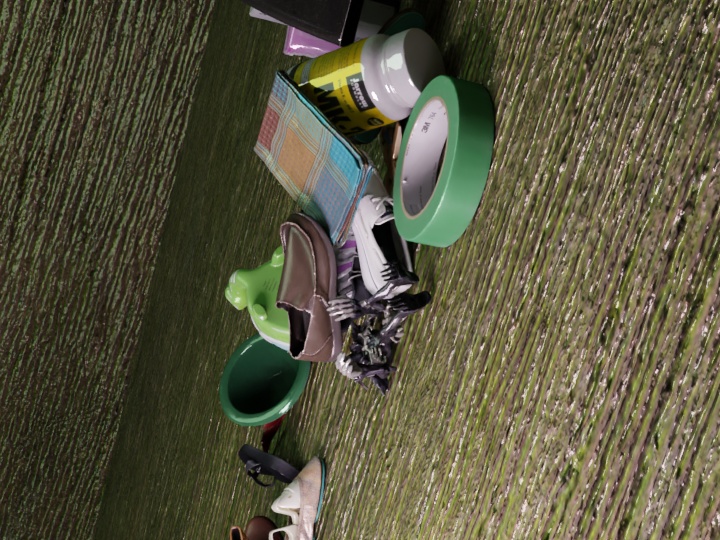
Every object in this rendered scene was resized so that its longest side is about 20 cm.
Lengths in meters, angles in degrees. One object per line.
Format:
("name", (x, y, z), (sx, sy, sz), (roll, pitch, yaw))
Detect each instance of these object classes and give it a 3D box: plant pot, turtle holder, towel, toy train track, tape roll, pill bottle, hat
("plant pot", (-0.079, -0.417, 1.682), (0.200, 0.177, 0.201), (-70, -7, -81))
("turtle holder", (-0.104, 0.056, 1.804), (0.132, 0.184, 0.142), (80, -177, -58))
("towel", (-0.066, -0.142, 1.608), (0.200, 0.022, 0.147), (49, 138, 27))
("toy train track", (0.050, -0.155, 1.695), (0.200, 0.032, 0.115), (-103, 22, -64))
("tape roll", (0.096, -0.130, 1.498), (0.200, 0.048, 0.202), (-169, 90, -73))
("pill bottle", (0.004, -0.240, 1.628), (0.199, 0.114, 0.115), (-14, 61, 37))
("hat", (-0.118, 0.205, 2.022), (0.199, 0.176, 0.166), (-16, 54, 28))

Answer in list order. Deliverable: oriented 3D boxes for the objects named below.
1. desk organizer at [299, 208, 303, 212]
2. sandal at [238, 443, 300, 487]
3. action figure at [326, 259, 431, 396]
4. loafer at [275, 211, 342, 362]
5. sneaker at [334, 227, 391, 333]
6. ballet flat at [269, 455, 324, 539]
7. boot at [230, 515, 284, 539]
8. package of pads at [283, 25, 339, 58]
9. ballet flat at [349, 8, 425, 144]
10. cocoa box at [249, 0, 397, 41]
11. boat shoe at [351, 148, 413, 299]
("desk organizer", (-0.053, -0.114, 1.910), (0.201, 0.077, 0.072), (-98, 26, -47))
("sandal", (-0.150, 0.309, 1.947), (0.043, 0.076, 0.200), (-57, 13, -14))
("action figure", (0.008, 0.077, 1.561), (0.200, 0.102, 0.119), (-61, 39, 42))
("loafer", (-0.072, 0.025, 1.607), (0.073, 0.071, 0.201), (-5, 98, 52))
("sneaker", (0.000, 0.000, 1.663), (0.140, 0.078, 0.201), (39, 107, 34))
("ballet flat", (-0.093, 0.357, 1.764), (0.068, 0.067, 0.201), (142, 137, -64))
("boot", (-0.159, 0.408, 1.779), (0.200, 0.068, 0.189), (67, -162, -55))
("package of pads", (-0.047, -0.432, 2.013), (0.076, 0.120, 0.201), (-166, 87, -78))
("ballet flat", (0.022, -0.272, 1.734), (0.201, 0.068, 0.068), (-64, 26, 6))
("cocoa box", (-0.051, -0.437, 1.893), (0.133, 0.199, 0.132), (176, 105, -73))
("boat shoe", (0.026, -0.066, 1.602), (0.065, 0.073, 0.201), (-23, 85, 52))
